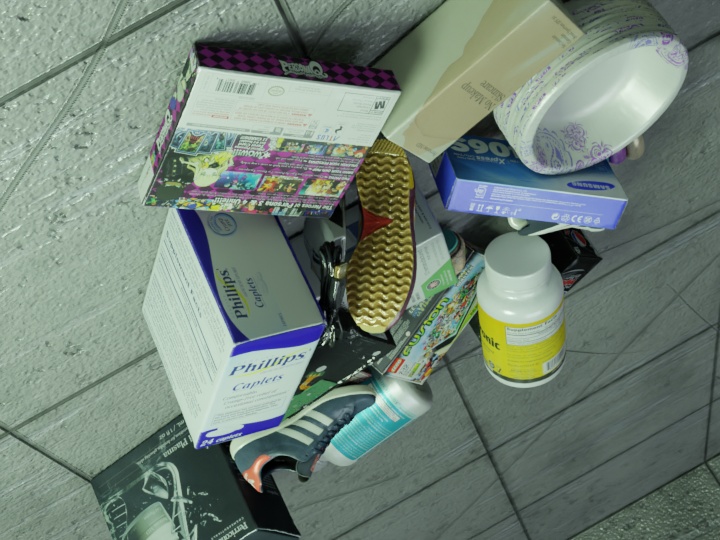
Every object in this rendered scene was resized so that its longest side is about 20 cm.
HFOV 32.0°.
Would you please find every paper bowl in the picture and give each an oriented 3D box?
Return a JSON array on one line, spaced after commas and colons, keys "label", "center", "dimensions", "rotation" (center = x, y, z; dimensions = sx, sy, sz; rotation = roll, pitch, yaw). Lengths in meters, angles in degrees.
[{"label": "paper bowl", "center": [0.229, -0.202, 1.302], "dimensions": [0.200, 0.104, 0.201], "rotation": [-22, 152, -12]}]

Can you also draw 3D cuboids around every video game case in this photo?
[{"label": "video game case", "center": [-0.087, -0.123, 1.166], "dimensions": [0.200, 0.036, 0.181], "rotation": [2, 140, -27]}]

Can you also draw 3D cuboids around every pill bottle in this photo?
[{"label": "pill bottle", "center": [-0.005, 0.198, 1.753], "dimensions": [0.200, 0.111, 0.111], "rotation": [-37, 152, 14]}, {"label": "pill bottle", "center": [0.206, 0.048, 1.607], "dimensions": [0.111, 0.111, 0.200], "rotation": [-23, 136, -12]}]

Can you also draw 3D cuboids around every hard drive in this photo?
[{"label": "hard drive", "center": [-0.074, 0.114, 1.448], "dimensions": [0.200, 0.038, 0.140], "rotation": [-36, 151, 22]}]

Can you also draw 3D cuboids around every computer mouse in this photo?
[{"label": "computer mouse", "center": [-0.038, -0.018, 1.296], "dimensions": [0.044, 0.200, 0.110], "rotation": [1, 122, -3]}]

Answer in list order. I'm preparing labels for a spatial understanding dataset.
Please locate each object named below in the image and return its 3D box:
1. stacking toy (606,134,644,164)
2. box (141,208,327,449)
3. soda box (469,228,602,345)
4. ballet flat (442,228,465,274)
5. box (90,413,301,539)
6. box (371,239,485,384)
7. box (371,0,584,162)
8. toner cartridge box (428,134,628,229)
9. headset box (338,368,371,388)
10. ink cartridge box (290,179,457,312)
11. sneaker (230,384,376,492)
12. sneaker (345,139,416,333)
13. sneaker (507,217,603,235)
[{"label": "stacking toy", "center": [0.222, -0.132, 1.455], "dimensions": [0.200, 0.085, 0.085], "rotation": [-24, 153, 3]}, {"label": "box", "center": [-0.135, 0.047, 1.287], "dimensions": [0.105, 0.184, 0.200], "rotation": [-11, 148, -27]}, {"label": "soda box", "center": [0.233, 0.021, 1.723], "dimensions": [0.063, 0.071, 0.200], "rotation": [3, 139, -47]}, {"label": "ballet flat", "center": [0.046, 0.024, 1.545], "dimensions": [0.200, 0.068, 0.067], "rotation": [-28, 144, -1]}, {"label": "box", "center": [-0.218, 0.313, 1.648], "dimensions": [0.200, 0.197, 0.124], "rotation": [-37, 152, 13]}, {"label": "box", "center": [0.102, 0.055, 1.635], "dimensions": [0.200, 0.035, 0.110], "rotation": [-54, 148, 11]}, {"label": "box", "center": [0.102, -0.203, 1.205], "dimensions": [0.200, 0.078, 0.095], "rotation": [-40, 151, 19]}, {"label": "toner cartridge box", "center": [0.181, -0.098, 1.366], "dimensions": [0.200, 0.095, 0.043], "rotation": [5, 128, -16]}, {"label": "headset box", "center": [-0.093, 0.136, 1.598], "dimensions": [0.200, 0.077, 0.149], "rotation": [-35, 153, 15]}, {"label": "ink cartridge box", "center": [0.000, 0.000, 1.445], "dimensions": [0.200, 0.088, 0.145], "rotation": [-26, 153, -1]}, {"label": "sneaker", "center": [-0.061, 0.217, 1.592], "dimensions": [0.200, 0.085, 0.075], "rotation": [-25, 153, -7]}, {"label": "sneaker", "center": [0.029, -0.032, 1.313], "dimensions": [0.075, 0.200, 0.090], "rotation": [4, 174, 11]}, {"label": "sneaker", "center": [0.240, -0.084, 1.557], "dimensions": [0.129, 0.080, 0.199], "rotation": [-1, -175, 7]}]
